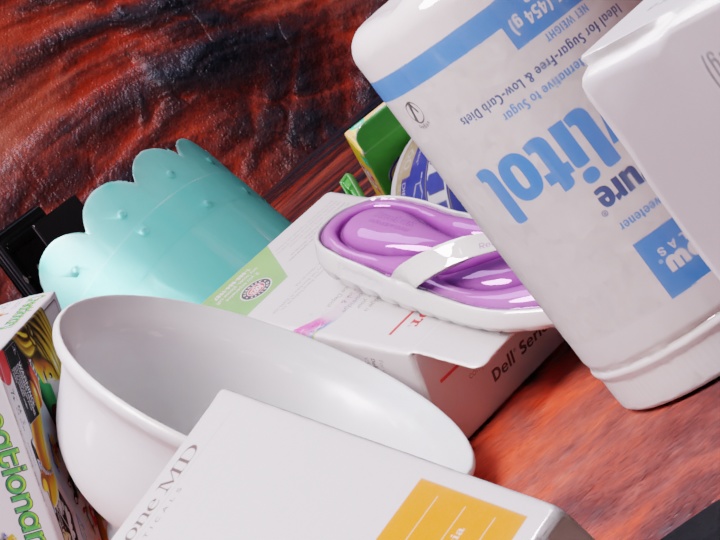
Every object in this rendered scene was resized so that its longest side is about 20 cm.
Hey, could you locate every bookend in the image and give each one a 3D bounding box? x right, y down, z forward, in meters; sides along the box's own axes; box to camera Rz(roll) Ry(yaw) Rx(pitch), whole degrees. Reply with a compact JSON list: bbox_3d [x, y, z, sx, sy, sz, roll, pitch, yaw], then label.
[{"bbox_3d":[-0.324,-0.004,2.874,0.092,0.199,0.200,-40,8,-37],"label":"bookend"}]

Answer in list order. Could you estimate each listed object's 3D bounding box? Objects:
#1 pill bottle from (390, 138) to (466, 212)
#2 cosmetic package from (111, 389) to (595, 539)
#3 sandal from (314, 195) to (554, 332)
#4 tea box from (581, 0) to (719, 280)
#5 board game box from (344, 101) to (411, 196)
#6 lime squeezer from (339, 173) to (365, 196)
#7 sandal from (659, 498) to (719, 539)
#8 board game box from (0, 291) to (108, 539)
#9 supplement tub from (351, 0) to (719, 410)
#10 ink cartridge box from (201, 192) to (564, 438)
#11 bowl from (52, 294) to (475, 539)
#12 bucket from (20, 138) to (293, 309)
[{"bbox_3d":[0.105,-0.050,1.289,0.120,0.120,0.200,-41,7,-21],"label":"pill bottle"},{"bbox_3d":[-0.003,0.108,0.705,0.102,0.071,0.200,-55,28,-13],"label":"cosmetic package"},{"bbox_3d":[0.054,-0.014,1.153,0.202,0.050,0.082,6,40,37],"label":"sandal"},{"bbox_3d":[0.179,-0.017,0.359,0.134,0.197,0.200,-42,7,-33],"label":"tea box"},{"bbox_3d":[0.058,-0.058,1.436,0.095,0.030,0.200,-39,-35,-7],"label":"board game box"},{"bbox_3d":[0.000,0.000,1.398,0.200,0.070,0.038,-65,-8,-65],"label":"lime squeezer"},{"bbox_3d":[0.053,0.120,0.752,0.200,0.043,0.076,-37,7,6],"label":"sandal"},{"bbox_3d":[-0.136,0.120,1.097,0.035,0.200,0.126,-16,11,8],"label":"board game box"},{"bbox_3d":[0.102,-0.057,1.008,0.132,0.200,0.132,-38,6,5],"label":"supplement tub"},{"bbox_3d":[0.028,0.026,1.225,0.200,0.067,0.117,10,43,44],"label":"ink cartridge box"},{"bbox_3d":[-0.055,0.092,1.073,0.201,0.201,0.091,-66,-5,-76],"label":"bowl"},{"bbox_3d":[-0.104,0.037,1.450,0.207,0.135,0.207,-48,-19,-23],"label":"bucket"}]
